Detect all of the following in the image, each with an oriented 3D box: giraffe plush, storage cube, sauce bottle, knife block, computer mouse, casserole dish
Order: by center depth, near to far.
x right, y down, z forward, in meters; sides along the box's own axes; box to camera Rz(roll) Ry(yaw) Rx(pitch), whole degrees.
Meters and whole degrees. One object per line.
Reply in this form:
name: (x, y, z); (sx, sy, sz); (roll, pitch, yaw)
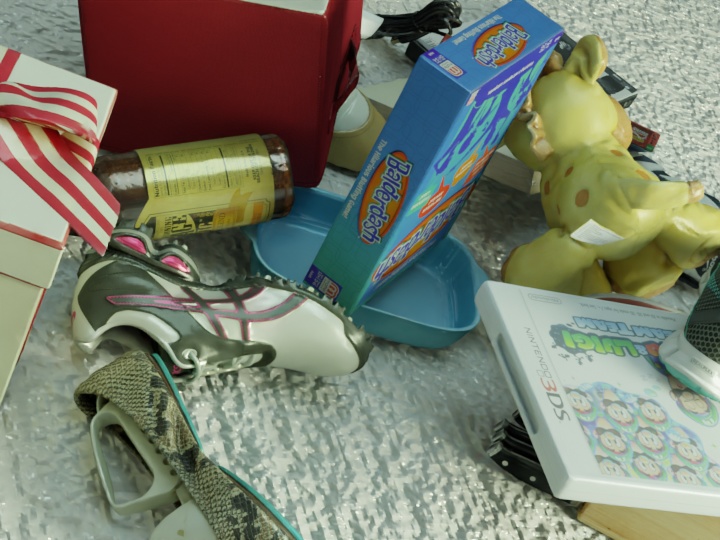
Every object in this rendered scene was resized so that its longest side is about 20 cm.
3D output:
knife block: (0.190, 0.151, 1.096); (0.175, 0.064, 0.200); (-3, 47, -35)
sauce bottle: (-0.147, -0.051, 1.099); (0.200, 0.066, 0.066); (-10, 47, -16)
storage cube: (-0.096, -0.191, 1.165); (0.200, 0.180, 0.171); (12, 54, 4)
casserole dish: (0.000, 0.000, 1.178); (0.200, 0.039, 0.121); (17, 38, -14)
giraffe plush: (0.160, -0.071, 1.180); (0.162, 0.172, 0.200); (69, 9, 24)
computer mouse: (-0.020, -0.219, 1.391); (0.200, 0.044, 0.110); (-5, 5, -33)

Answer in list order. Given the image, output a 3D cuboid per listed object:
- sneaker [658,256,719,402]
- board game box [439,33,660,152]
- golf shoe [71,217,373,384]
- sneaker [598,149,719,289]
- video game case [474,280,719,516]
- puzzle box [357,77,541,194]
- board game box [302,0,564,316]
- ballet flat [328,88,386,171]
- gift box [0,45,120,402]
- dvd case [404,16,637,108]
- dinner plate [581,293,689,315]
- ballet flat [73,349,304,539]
sneaker: (0.275, 0.014, 1.109); (0.078, 0.091, 0.200); (33, 33, 7)
board game box: (0.158, -0.152, 1.396); (0.200, 0.019, 0.103); (25, 2, -2)
golf shoe: (-0.093, 0.043, 1.054); (0.200, 0.077, 0.088); (19, 57, -9)
sneaker: (0.254, -0.023, 1.334); (0.129, 0.080, 0.199); (23, 25, 7)
video game case: (0.188, 0.085, 1.057); (0.200, 0.024, 0.182); (10, 37, -24)
puzzle box: (0.104, -0.119, 1.345); (0.200, 0.025, 0.133); (27, 30, 36)
board game box: (0.050, -0.078, 1.105); (0.045, 0.200, 0.152); (37, 37, 11)
ballet flat: (-0.052, -0.146, 1.296); (0.200, 0.063, 0.069); (29, 58, 5)
gift box: (-0.244, -0.029, 0.930); (0.184, 0.187, 0.200); (17, 36, -14)
dvd case: (0.154, -0.185, 1.515); (0.150, 0.025, 0.200); (43, 39, 19)
dinner plate: (0.216, 0.089, 1.114); (0.200, 0.024, 0.200); (19, 34, -13)
ballet flat: (-0.107, 0.128, 0.942); (0.075, 0.068, 0.200); (-27, 54, -24)
